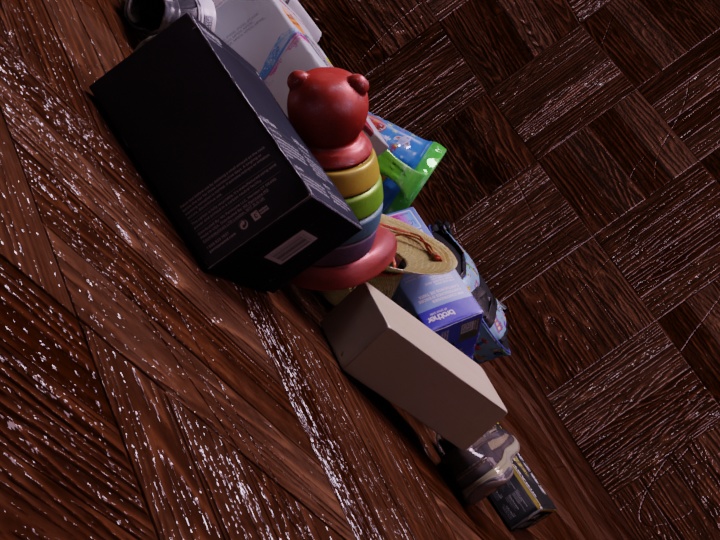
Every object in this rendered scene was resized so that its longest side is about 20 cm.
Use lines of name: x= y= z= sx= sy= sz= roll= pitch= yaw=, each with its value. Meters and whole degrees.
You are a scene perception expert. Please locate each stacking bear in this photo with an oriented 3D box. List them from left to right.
stacking bear: x=-0.030 y=-0.093 z=1.450 sx=0.114 sy=0.121 sz=0.201 roll=-67 pitch=161 yaw=-57

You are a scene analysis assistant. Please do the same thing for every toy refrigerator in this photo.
toy refrigerator: x=0.052 y=0.099 z=1.548 sx=0.200 sy=0.070 sz=0.076 roll=36 pitch=17 yaw=-40

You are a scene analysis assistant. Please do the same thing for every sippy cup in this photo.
sippy cup: x=0.015 y=-0.127 z=1.901 sx=0.130 sy=0.140 sz=0.178 roll=34 pitch=-38 yaw=0

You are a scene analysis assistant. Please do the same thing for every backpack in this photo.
backpack: x=0.106 y=0.051 z=1.975 sx=0.183 sy=0.134 sz=0.200 roll=55 pitch=5 yaw=-14

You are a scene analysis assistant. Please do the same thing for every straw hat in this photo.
straw hat: x=0.000 y=0.000 z=1.641 sx=0.200 sy=0.085 sz=0.201 roll=19 pitch=17 yaw=-6

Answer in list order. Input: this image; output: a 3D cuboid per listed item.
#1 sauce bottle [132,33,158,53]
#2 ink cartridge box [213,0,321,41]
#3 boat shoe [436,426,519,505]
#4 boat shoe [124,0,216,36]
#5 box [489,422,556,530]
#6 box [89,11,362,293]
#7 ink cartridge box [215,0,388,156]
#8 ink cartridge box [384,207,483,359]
sauce bottle: x=-0.151 y=-0.153 z=1.491 sx=0.065 sy=0.065 sz=0.200 roll=58 pitch=6 yaw=29
ink cartridge box: x=-0.162 y=-0.322 z=1.917 sx=0.200 sy=0.146 sz=0.084 roll=50 pitch=2 yaw=-45
boat shoe: x=0.124 y=0.188 z=1.686 sx=0.073 sy=0.074 sz=0.200 roll=54 pitch=5 yaw=-3
boat shoe: x=-0.217 y=-0.278 z=1.653 sx=0.068 sy=0.072 sz=0.200 roll=7 pitch=18 yaw=-28
box: x=0.155 y=0.217 z=1.885 sx=0.200 sy=0.049 sz=0.160 roll=56 pitch=5 yaw=15
box: x=-0.106 y=-0.091 z=1.301 sx=0.182 sy=0.104 sz=0.200 roll=57 pitch=6 yaw=12
ink cartridge box: x=-0.094 y=-0.185 z=1.708 sx=0.200 sy=0.144 sz=0.145 roll=55 pitch=8 yaw=17
ink cartridge box: x=0.067 y=0.049 z=1.745 sx=0.200 sy=0.076 sz=0.137 roll=56 pitch=-25 yaw=32
